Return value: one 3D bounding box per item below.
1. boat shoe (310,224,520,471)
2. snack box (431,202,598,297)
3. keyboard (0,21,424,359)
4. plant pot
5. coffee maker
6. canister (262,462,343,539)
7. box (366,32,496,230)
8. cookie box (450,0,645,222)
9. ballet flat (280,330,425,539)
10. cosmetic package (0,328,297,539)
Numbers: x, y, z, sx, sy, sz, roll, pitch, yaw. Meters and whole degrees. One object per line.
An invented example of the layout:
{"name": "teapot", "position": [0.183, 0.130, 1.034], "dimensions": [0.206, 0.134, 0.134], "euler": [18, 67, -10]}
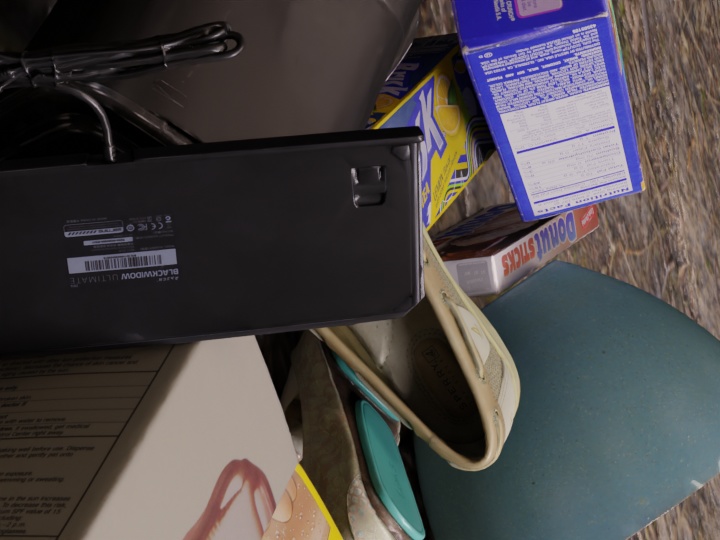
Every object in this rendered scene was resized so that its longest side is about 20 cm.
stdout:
{"name": "boat shoe", "position": [-0.002, 0.002, 0.879], "dimensions": [0.201, 0.073, 0.063], "euler": [54, 12, -6]}
{"name": "snack box", "position": [0.076, -0.013, 1.132], "dimensions": [0.200, 0.072, 0.024], "euler": [-28, 109, -65]}
{"name": "keyboard", "position": [-0.079, -0.028, 0.632], "dimensions": [0.021, 0.200, 0.127], "euler": [-103, -171, -53]}
{"name": "plant pot", "position": [0.106, 0.075, 1.067], "dimensions": [0.135, 0.200, 0.200], "euler": [56, 25, 3]}
{"name": "coffee maker", "position": [-0.043, -0.107, 0.716], "dimensions": [0.192, 0.134, 0.200], "euler": [118, -4, -63]}
{"name": "canister", "position": [-0.062, 0.179, 0.754], "dimensions": [0.200, 0.086, 0.149], "euler": [-73, 147, -46]}
{"name": "box", "position": [0.009, -0.059, 1.006], "dimensions": [0.200, 0.064, 0.070], "euler": [-48, 127, -59]}
{"name": "cookie box", "position": [0.089, -0.146, 1.020], "dimensions": [0.200, 0.075, 0.172], "euler": [60, 20, -65]}
{"name": "ballet flat", "position": [-0.014, 0.075, 0.915], "dimensions": [0.067, 0.062, 0.200], "euler": [50, 16, -24]}
{"name": "cosmetic package", "position": [-0.105, 0.097, 0.659], "dimensions": [0.200, 0.103, 0.087], "euler": [-62, 140, -50]}
